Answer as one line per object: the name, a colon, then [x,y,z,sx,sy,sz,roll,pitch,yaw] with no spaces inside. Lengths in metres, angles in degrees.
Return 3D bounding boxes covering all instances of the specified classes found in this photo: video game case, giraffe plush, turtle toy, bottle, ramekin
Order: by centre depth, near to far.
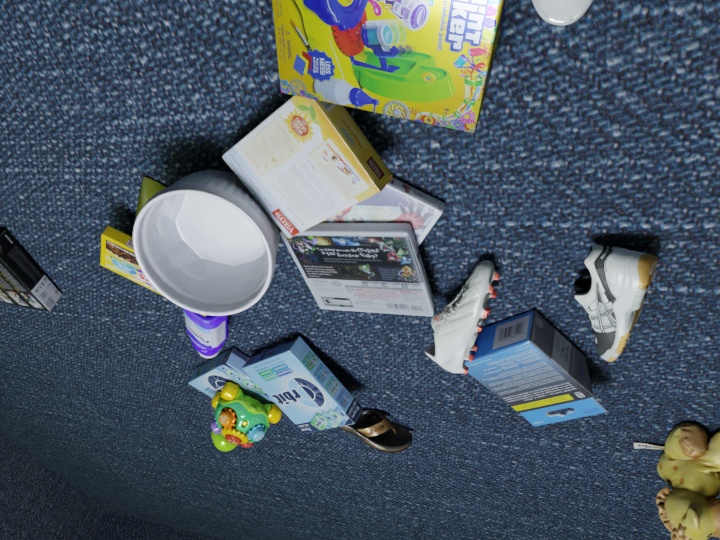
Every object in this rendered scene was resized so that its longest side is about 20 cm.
video game case: [-0.004,-0.067,0.830,0.181,0.023,0.200,25,142,-5]
ramekin: [-0.209,-0.046,0.845,0.197,0.105,0.202,4,123,6]
video game case: [0.000,0.000,0.877,0.198,0.024,0.183,3,140,24]
giraffe plush: [0.558,0.365,0.978,0.199,0.163,0.173,-18,129,39]
bottle: [-0.295,0.109,1.139,0.083,0.065,0.201,37,149,10]
turtle toy: [-0.271,0.337,1.310,0.145,0.102,0.200,30,142,-14]

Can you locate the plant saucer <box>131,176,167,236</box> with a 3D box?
plant saucer: [-0.291,-0.034,0.983,0.198,0.048,0.200,28,142,-10]

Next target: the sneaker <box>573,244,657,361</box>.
sneaker: [0.324,0.039,0.782,0.087,0.076,0.201,21,144,27]

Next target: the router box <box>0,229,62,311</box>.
router box: [-0.739,-0.004,1.226,0.147,0.051,0.201,7,140,20]

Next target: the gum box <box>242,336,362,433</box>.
gum box: [-0.118,0.236,1.191,0.169,0.045,0.200,-24,112,43]

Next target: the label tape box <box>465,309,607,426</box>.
label tape box: [0.275,0.161,0.943,0.199,0.064,0.144,39,139,-22]

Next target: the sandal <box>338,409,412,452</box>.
sandal: [0.023,0.325,1.270,0.198,0.082,0.055,28,121,2]

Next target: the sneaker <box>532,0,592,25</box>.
sneaker: [0.161,-0.270,0.439,0.077,0.100,0.201,11,142,13]

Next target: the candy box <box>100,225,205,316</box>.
candy box: [-0.336,0.005,0.991,0.198,0.027,0.102,27,145,-8]

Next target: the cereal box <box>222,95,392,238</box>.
cereal box: [-0.072,-0.130,0.737,0.199,0.040,0.144,-19,115,48]

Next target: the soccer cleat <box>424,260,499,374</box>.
soccer cleat: [0.144,0.068,0.863,0.077,0.069,0.202,22,126,15]

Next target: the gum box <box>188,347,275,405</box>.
gum box: [-0.270,0.258,1.333,0.169,0.045,0.199,38,139,-22]

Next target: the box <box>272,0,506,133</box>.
box: [0.032,-0.252,0.504,0.190,0.123,0.201,14,143,10]
